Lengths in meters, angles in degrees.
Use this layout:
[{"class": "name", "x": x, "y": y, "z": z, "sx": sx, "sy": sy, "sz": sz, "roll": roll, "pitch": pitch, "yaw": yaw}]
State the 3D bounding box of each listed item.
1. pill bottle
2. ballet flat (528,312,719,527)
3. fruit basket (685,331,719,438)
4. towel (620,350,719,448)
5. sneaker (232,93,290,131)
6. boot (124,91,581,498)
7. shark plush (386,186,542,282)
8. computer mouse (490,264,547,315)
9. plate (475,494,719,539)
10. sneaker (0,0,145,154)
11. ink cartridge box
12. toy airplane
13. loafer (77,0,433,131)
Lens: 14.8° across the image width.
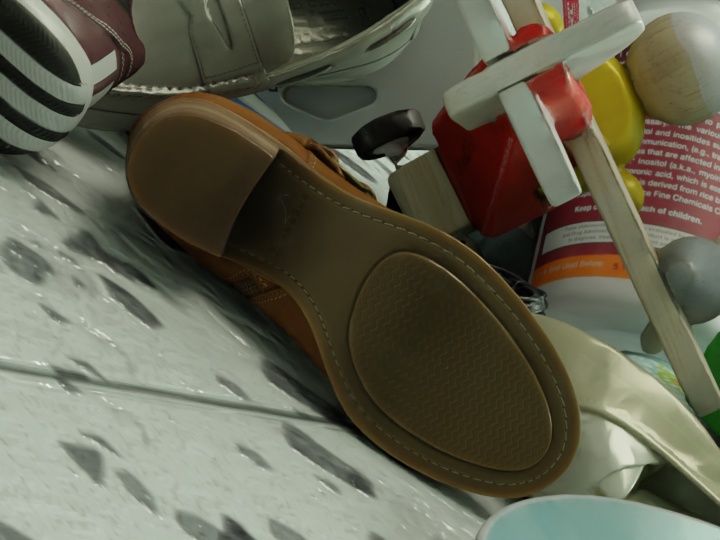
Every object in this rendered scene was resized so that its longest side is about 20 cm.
[{"class": "pill bottle", "x": 0.147, "y": -0.047, "z": 1.297, "sx": 0.112, "sy": 0.201, "sz": 0.113, "roll": 12, "pitch": -23, "yaw": 5}, {"class": "ballet flat", "x": 0.112, "y": 0.093, "z": 1.020, "sx": 0.200, "sy": 0.070, "sz": 0.069, "roll": 39, "pitch": 11, "yaw": 5}, {"class": "fruit basket", "x": 0.247, "y": 0.024, "z": 1.105, "sx": 0.155, "sy": 0.216, "sz": 0.216, "roll": 24, "pitch": 16, "yaw": -40}, {"class": "towel", "x": 0.169, "y": 0.112, "z": 1.146, "sx": 0.200, "sy": 0.048, "sz": 0.171, "roll": 37, "pitch": 10, "yaw": 4}, {"class": "sneaker", "x": -0.087, "y": -0.122, "z": 1.176, "sx": 0.200, "sy": 0.105, "sz": 0.076, "roll": 38, "pitch": 11, "yaw": 9}, {"class": "boot", "x": 0.000, "y": 0.000, "z": 1.036, "sx": 0.200, "sy": 0.074, "sz": 0.155, "roll": 41, "pitch": 4, "yaw": -2}, {"class": "shark plush", "x": 0.060, "y": -0.013, "z": 1.295, "sx": 0.200, "sy": 0.090, "sz": 0.084, "roll": 23, "pitch": 47, "yaw": -70}, {"class": "computer mouse", "x": 0.049, "y": 0.027, "z": 1.163, "sx": 0.058, "sy": 0.034, "sz": 0.200, "roll": 16, "pitch": 11, "yaw": 3}, {"class": "plate", "x": 0.125, "y": 0.134, "z": 0.885, "sx": 0.199, "sy": 0.026, "sz": 0.200, "roll": 20, "pitch": 18, "yaw": -7}, {"class": "sneaker", "x": -0.158, "y": -0.129, "z": 1.018, "sx": 0.200, "sy": 0.076, "sz": 0.115, "roll": 47, "pitch": 28, "yaw": 5}, {"class": "ink cartridge box", "x": 0.015, "y": -0.098, "z": 1.292, "sx": 0.144, "sy": 0.084, "sz": 0.200, "roll": 2, "pitch": 2, "yaw": 15}, {"class": "toy airplane", "x": 0.083, "y": -0.068, "z": 1.063, "sx": 0.199, "sy": 0.140, "sz": 0.201, "roll": -129, "pitch": -158, "yaw": -54}, {"class": "loafer", "x": -0.055, "y": -0.102, "z": 1.111, "sx": 0.199, "sy": 0.070, "sz": 0.070, "roll": -15, "pitch": 79, "yaw": -38}]
